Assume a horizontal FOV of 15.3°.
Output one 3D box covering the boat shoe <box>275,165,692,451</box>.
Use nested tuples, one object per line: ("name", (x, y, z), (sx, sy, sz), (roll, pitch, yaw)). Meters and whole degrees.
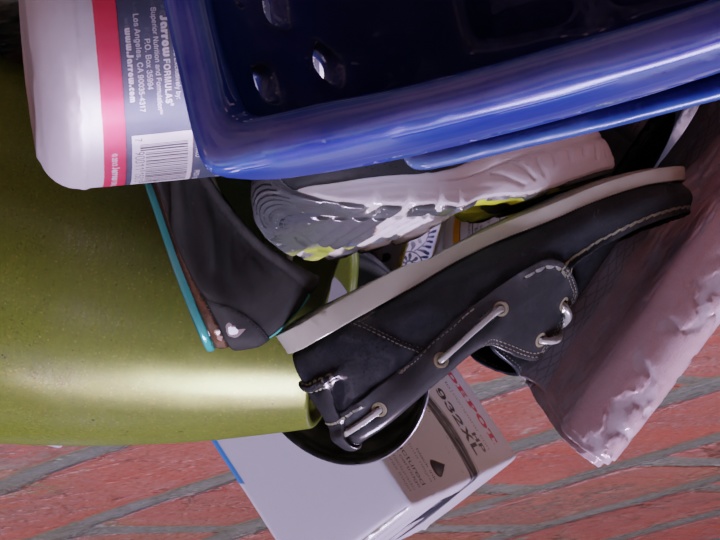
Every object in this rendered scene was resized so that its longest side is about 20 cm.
("boat shoe", (0.063, 0.012, 1.189), (0.199, 0.068, 0.072), (-27, 178, -12))

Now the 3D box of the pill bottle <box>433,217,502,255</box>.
("pill bottle", (0.120, -0.016, 1.586), (0.112, 0.113, 0.200), (3, 162, -38))

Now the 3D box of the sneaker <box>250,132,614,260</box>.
("sneaker", (0.023, -0.059, 1.164), (0.199, 0.085, 0.074), (-11, 170, -45))

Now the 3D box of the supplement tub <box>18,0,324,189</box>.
("supplement tub", (-0.034, -0.109, 1.051), (0.199, 0.141, 0.140), (-6, 166, -8))

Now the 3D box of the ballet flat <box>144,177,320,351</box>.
("ballet flat", (-0.078, -0.063, 1.162), (0.068, 0.201, 0.068), (-27, -174, 0))

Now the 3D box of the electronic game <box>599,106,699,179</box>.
("electronic game", (0.125, -0.059, 1.331), (0.042, 0.200, 0.200), (35, 173, 12))

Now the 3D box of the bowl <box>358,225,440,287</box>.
("bowl", (-0.012, -0.020, 1.412), (0.094, 0.202, 0.201), (16, 168, 6))

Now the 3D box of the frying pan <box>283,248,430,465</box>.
("frying pan", (-0.014, 0.001, 1.305), (0.115, 0.191, 0.031), (0, -168, 36))

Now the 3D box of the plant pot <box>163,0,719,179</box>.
("plant pot", (0.052, -0.139, 0.884), (0.199, 0.201, 0.180), (-14, 172, 23))

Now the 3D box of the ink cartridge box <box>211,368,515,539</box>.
("ink cartridge box", (-0.006, 0.086, 1.561), (0.084, 0.145, 0.200), (-38, 171, 18))

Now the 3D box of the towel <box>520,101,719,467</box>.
("towel", (0.148, -0.008, 1.247), (0.032, 0.200, 0.191), (34, -178, -8))

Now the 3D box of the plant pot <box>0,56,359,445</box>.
("plant pot", (-0.107, 0.006, 1.259), (0.199, 0.188, 0.187), (12, 169, 9))
